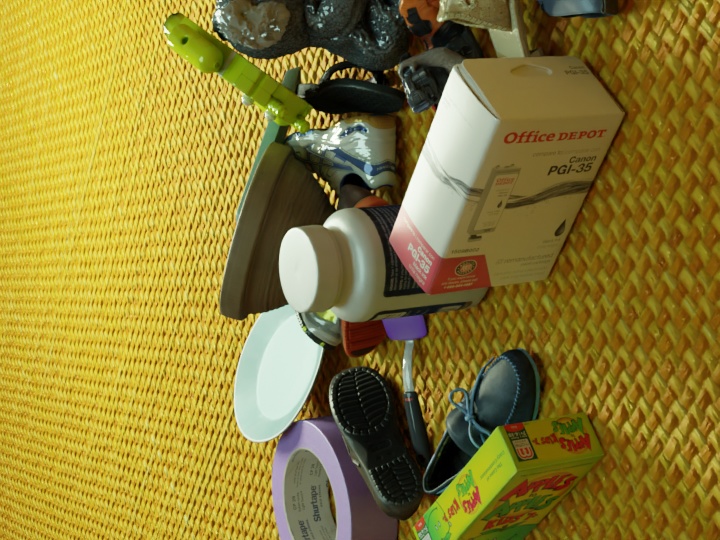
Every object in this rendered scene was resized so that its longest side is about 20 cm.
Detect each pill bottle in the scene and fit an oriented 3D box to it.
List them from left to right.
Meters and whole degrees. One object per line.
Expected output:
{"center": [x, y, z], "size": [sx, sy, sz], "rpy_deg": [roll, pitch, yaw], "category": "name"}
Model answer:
{"center": [0.024, -0.008, 1.516], "size": [0.111, 0.198, 0.113], "rpy_deg": [14, 107, 58], "category": "pill bottle"}

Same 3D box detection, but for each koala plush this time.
{"center": [-0.060, -0.278, 1.593], "size": [0.177, 0.197, 0.186], "rpy_deg": [-138, 31, -72], "category": "koala plush"}

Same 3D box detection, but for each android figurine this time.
{"center": [-0.129, -0.210, 1.659], "size": [0.200, 0.182, 0.041], "rpy_deg": [40, 96, 32], "category": "android figurine"}

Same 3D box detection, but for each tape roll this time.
{"center": [-0.033, 0.273, 1.801], "size": [0.199, 0.065, 0.203], "rpy_deg": [13, 105, 60], "category": "tape roll"}

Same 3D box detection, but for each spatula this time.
{"center": [0.053, 0.114, 1.654], "size": [0.056, 0.020, 0.203], "rpy_deg": [-7, 92, 36], "category": "spatula"}

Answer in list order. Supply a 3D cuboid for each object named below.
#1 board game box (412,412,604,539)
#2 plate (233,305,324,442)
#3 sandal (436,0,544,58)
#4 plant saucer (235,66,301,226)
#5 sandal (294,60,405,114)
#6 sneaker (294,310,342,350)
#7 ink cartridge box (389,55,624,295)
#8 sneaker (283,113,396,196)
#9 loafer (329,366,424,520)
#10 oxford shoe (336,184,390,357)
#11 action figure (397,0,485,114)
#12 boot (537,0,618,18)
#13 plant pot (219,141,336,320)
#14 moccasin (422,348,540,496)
{"center": [0.137, 0.211, 1.450], "size": [0.201, 0.100, 0.048], "rpy_deg": [-58, 46, 47], "category": "board game box"}
{"center": [-0.092, 0.115, 1.867], "size": [0.200, 0.025, 0.202], "rpy_deg": [-37, 43, 43], "category": "plate"}
{"center": [0.105, -0.232, 1.381], "size": [0.214, 0.069, 0.077], "rpy_deg": [65, 162, -18], "category": "sandal"}
{"center": [-0.105, -0.135, 1.755], "size": [0.070, 0.019, 0.202], "rpy_deg": [97, -169, -71], "category": "plant saucer"}
{"center": [-0.015, -0.206, 1.690], "size": [0.200, 0.075, 0.049], "rpy_deg": [9, 81, 60], "category": "sandal"}
{"center": [-0.046, -0.001, 1.794], "size": [0.076, 0.075, 0.201], "rpy_deg": [-40, 52, 19], "category": "sneaker"}
{"center": [0.128, -0.085, 1.373], "size": [0.083, 0.145, 0.202], "rpy_deg": [57, 141, 37], "category": "ink cartridge box"}
{"center": [-0.027, -0.118, 1.717], "size": [0.199, 0.074, 0.090], "rpy_deg": [-9, 88, 61], "category": "sneaker"}
{"center": [0.014, 0.196, 1.694], "size": [0.071, 0.072, 0.201], "rpy_deg": [88, 166, -50], "category": "loafer"}
{"center": [0.000, 0.000, 1.683], "size": [0.072, 0.070, 0.202], "rpy_deg": [42, 134, 48], "category": "oxford shoe"}
{"center": [0.079, -0.216, 1.456], "size": [0.200, 0.103, 0.195], "rpy_deg": [-89, -21, -69], "category": "action figure"}
{"center": [0.159, -0.263, 1.362], "size": [0.199, 0.074, 0.098], "rpy_deg": [-3, 89, 59], "category": "boot"}
{"center": [-0.084, -0.033, 1.697], "size": [0.201, 0.092, 0.203], "rpy_deg": [18, -90, -86], "category": "plant pot"}
{"center": [0.118, 0.163, 1.510], "size": [0.081, 0.067, 0.202], "rpy_deg": [56, 139, 41], "category": "moccasin"}
